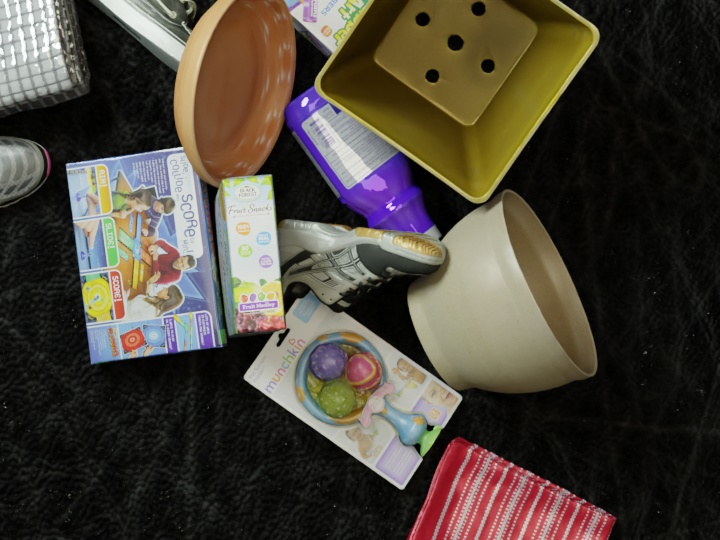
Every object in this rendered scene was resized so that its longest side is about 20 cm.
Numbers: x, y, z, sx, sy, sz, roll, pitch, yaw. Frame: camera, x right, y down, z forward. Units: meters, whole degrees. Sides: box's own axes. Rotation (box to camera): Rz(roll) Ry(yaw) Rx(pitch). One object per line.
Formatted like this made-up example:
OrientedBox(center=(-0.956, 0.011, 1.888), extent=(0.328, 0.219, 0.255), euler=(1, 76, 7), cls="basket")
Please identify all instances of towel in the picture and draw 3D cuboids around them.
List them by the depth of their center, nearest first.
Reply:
OrientedBox(center=(-0.358, -0.249, 1.602), extent=(0.164, 0.086, 0.202), euler=(-13, 84, 11), cls="towel")
OrientedBox(center=(0.151, 0.276, 1.693), extent=(0.199, 0.022, 0.145), euler=(27, 84, -6), cls="towel")

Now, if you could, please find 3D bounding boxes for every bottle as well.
OrientedBox(center=(0.007, -0.103, 1.670), extent=(0.083, 0.065, 0.201), euler=(-37, 93, -10), cls="bottle")

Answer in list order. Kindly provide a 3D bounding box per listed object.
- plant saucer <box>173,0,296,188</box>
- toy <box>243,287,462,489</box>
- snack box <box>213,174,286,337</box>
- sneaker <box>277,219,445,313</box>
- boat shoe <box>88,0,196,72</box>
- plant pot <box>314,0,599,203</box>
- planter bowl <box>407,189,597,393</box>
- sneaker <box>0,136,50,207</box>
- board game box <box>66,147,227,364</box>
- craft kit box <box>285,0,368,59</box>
OrientedBox(center=(-0.125, -0.181, 1.604), extent=(0.037, 0.200, 0.202), euler=(16, 84, 22), cls="plant saucer")
OrientedBox(center=(-0.004, 0.118, 1.665), extent=(0.199, 0.047, 0.116), euler=(36, 81, -5), cls="toy")
OrientedBox(center=(-0.108, -0.010, 1.580), extent=(0.053, 0.200, 0.144), euler=(-7, 88, -8), cls="snack box")
OrientedBox(center=(0.000, 0.000, 1.624), extent=(0.075, 0.199, 0.088), euler=(5, 90, -50), cls="sneaker")
OrientedBox(center=(-0.198, -0.254, 1.646), extent=(0.200, 0.071, 0.064), euler=(39, 83, -3), cls="boat shoe")
OrientedBox(center=(0.095, -0.215, 1.618), extent=(0.199, 0.176, 0.201), euler=(34, 103, -4), cls="plant pot")
OrientedBox(center=(0.130, 0.038, 1.632), extent=(0.134, 0.200, 0.201), euler=(-25, 91, 18), cls="planter bowl")
OrientedBox(center=(-0.402, -0.097, 1.599), extent=(0.198, 0.087, 0.074), euler=(-2, 87, -9), cls="sneaker")
OrientedBox(center=(-0.212, -0.015, 1.633), extent=(0.134, 0.034, 0.202), euler=(-7, 89, 5), cls="board game box")
OrientedBox(center=(-0.029, -0.346, 1.691), extent=(0.197, 0.049, 0.200), euler=(41, 82, -7), cls="craft kit box")
